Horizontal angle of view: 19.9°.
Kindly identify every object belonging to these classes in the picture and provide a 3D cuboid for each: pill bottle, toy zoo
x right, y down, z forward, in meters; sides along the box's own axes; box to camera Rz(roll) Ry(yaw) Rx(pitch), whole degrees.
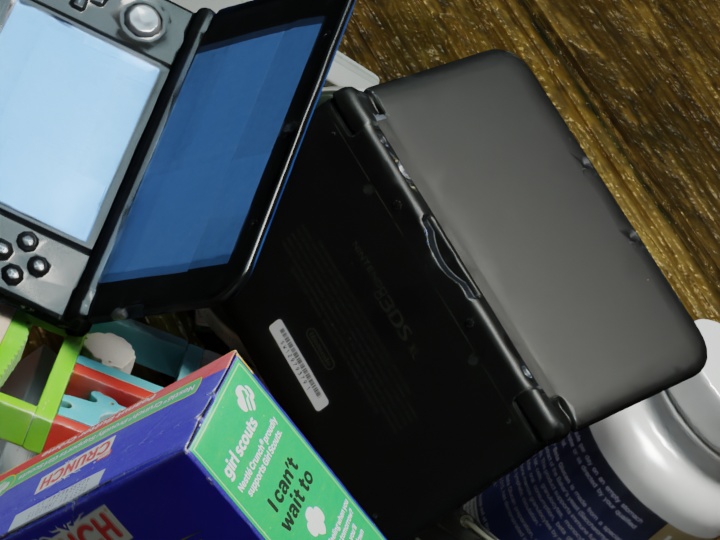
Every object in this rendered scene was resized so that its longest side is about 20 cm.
[{"bbox_3d":[0.143,0.120,1.135,0.111,0.200,0.111,31,31,-22],"label":"pill bottle"},{"bbox_3d":[-0.094,0.072,1.014,0.199,0.021,0.131,22,23,-6],"label":"toy zoo"}]

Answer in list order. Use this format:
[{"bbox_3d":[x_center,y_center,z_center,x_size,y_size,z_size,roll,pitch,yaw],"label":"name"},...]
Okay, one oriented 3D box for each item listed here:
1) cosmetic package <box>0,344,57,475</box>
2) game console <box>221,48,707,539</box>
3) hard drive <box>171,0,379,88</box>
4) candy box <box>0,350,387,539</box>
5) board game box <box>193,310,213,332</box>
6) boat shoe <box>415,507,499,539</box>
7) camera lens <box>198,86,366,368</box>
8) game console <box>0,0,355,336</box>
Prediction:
[{"bbox_3d":[-0.169,0.137,1.028,0.082,0.050,0.201,42,33,-22],"label":"cosmetic package"},{"bbox_3d":[0.042,0.011,1.024,0.201,0.175,0.116,58,20,16],"label":"game console"},{"bbox_3d":[-0.085,-0.156,1.325,0.131,0.026,0.200,20,-1,26],"label":"hard drive"},{"bbox_3d":[-0.070,0.159,0.936,0.200,0.168,0.077,52,31,-21],"label":"candy box"},{"bbox_3d":[-0.023,-0.026,1.291,0.199,0.106,0.023,-10,12,-40],"label":"board game box"},{"bbox_3d":[0.024,0.135,1.129,0.063,0.071,0.200,-35,55,-18],"label":"boat shoe"},{"bbox_3d":[0.000,0.000,1.152,0.160,0.160,0.200,51,1,24],"label":"camera lens"},{"bbox_3d":[-0.120,-0.081,1.018,0.170,0.118,0.201,25,60,-10],"label":"game console"}]
